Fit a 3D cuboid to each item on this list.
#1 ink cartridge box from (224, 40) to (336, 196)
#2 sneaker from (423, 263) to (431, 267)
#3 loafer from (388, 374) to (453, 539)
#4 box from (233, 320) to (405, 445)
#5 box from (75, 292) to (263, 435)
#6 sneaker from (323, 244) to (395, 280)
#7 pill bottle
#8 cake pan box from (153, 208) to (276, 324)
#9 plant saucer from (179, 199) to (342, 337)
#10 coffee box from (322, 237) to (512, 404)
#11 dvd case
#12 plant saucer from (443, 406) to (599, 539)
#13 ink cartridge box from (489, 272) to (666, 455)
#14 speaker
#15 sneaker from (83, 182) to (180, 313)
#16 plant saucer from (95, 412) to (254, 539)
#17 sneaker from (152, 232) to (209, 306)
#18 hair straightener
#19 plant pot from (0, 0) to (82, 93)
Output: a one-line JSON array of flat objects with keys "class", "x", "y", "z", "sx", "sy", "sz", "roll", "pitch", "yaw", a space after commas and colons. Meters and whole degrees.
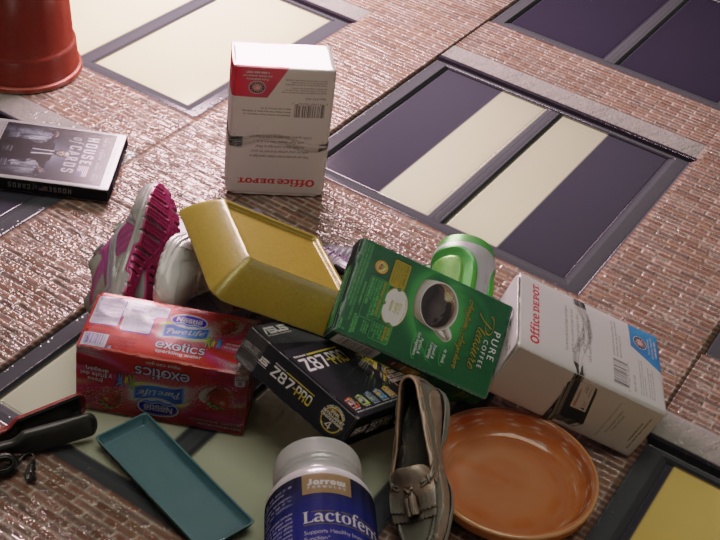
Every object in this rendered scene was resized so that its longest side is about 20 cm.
[{"class": "ink cartridge box", "x": -0.117, "y": -0.214, "z": 1.828, "sx": 0.143, "sy": 0.202, "sz": 0.085, "roll": 2, "pitch": 34, "yaw": -10}, {"class": "sneaker", "x": 0.050, "y": 0.060, "z": 1.625, "sx": 0.080, "sy": 0.078, "sz": 0.200, "roll": 44, "pitch": 50, "yaw": 11}, {"class": "loafer", "x": 0.057, "y": 0.207, "z": 1.372, "sx": 0.071, "sy": 0.063, "sz": 0.202, "roll": -17, "pitch": 51, "yaw": 27}, {"class": "box", "x": -0.027, "y": 0.119, "z": 1.447, "sx": 0.161, "sy": 0.049, "sz": 0.200, "roll": 38, "pitch": 19, "yaw": 21}, {"class": "box", "x": -0.217, "y": 0.106, "z": 1.467, "sx": 0.198, "sy": 0.096, "sz": 0.100, "roll": 10, "pitch": 37, "yaw": 0}, {"class": "sneaker", "x": 0.000, "y": 0.000, "z": 1.622, "sx": 0.087, "sy": 0.075, "sz": 0.200, "roll": -20, "pitch": 15, "yaw": -11}, {"class": "pill bottle", "x": -0.039, "y": 0.268, "z": 1.275, "sx": 0.114, "sy": 0.117, "sz": 0.201, "roll": 3, "pitch": 37, "yaw": -8}, {"class": "cake pan box", "x": -0.170, "y": 0.003, "z": 1.654, "sx": 0.183, "sy": 0.053, "sz": 0.200, "roll": -12, "pitch": 41, "yaw": -29}, {"class": "plant saucer", "x": -0.099, "y": -0.009, "z": 1.504, "sx": 0.199, "sy": 0.049, "sz": 0.200, "roll": 21, "pitch": 23, "yaw": -30}, {"class": "coffee box", "x": 0.067, "y": 0.060, "z": 1.467, "sx": 0.199, "sy": 0.044, "sz": 0.124, "roll": 23, "pitch": 66, "yaw": -12}, {"class": "dvd case", "x": -0.443, "y": -0.158, "z": 1.830, "sx": 0.198, "sy": 0.025, "sz": 0.151, "roll": 7, "pitch": 37, "yaw": -2}, {"class": "plant saucer", "x": 0.165, "y": 0.233, "z": 1.432, "sx": 0.198, "sy": 0.038, "sz": 0.201, "roll": 5, "pitch": 37, "yaw": -4}, {"class": "ink cartridge box", "x": 0.252, "y": 0.109, "z": 1.527, "sx": 0.199, "sy": 0.085, "sz": 0.145, "roll": 25, "pitch": 34, "yaw": -10}, {"class": "speaker", "x": 0.116, "y": 0.056, "z": 1.575, "sx": 0.088, "sy": 0.089, "sz": 0.201, "roll": 11, "pitch": 55, "yaw": 3}, {"class": "sneaker", "x": -0.289, "y": -0.021, "z": 1.586, "sx": 0.087, "sy": 0.081, "sz": 0.202, "roll": 2, "pitch": 61, "yaw": 28}, {"class": "plant saucer", "x": -0.201, "y": 0.227, "z": 1.376, "sx": 0.070, "sy": 0.019, "sz": 0.200, "roll": -24, "pitch": 49, "yaw": -36}, {"class": "sneaker", "x": -0.181, "y": -0.009, "z": 1.565, "sx": 0.099, "sy": 0.078, "sz": 0.200, "roll": 21, "pitch": 39, "yaw": 10}, {"class": "hair straightener", "x": -0.372, "y": 0.192, "z": 1.366, "sx": 0.199, "sy": 0.041, "sz": 0.077, "roll": -16, "pitch": 43, "yaw": -30}, {"class": "plant pot", "x": -0.533, "y": -0.410, "z": 2.000, "sx": 0.199, "sy": 0.197, "sz": 0.202, "roll": 6, "pitch": 37, "yaw": -5}]
